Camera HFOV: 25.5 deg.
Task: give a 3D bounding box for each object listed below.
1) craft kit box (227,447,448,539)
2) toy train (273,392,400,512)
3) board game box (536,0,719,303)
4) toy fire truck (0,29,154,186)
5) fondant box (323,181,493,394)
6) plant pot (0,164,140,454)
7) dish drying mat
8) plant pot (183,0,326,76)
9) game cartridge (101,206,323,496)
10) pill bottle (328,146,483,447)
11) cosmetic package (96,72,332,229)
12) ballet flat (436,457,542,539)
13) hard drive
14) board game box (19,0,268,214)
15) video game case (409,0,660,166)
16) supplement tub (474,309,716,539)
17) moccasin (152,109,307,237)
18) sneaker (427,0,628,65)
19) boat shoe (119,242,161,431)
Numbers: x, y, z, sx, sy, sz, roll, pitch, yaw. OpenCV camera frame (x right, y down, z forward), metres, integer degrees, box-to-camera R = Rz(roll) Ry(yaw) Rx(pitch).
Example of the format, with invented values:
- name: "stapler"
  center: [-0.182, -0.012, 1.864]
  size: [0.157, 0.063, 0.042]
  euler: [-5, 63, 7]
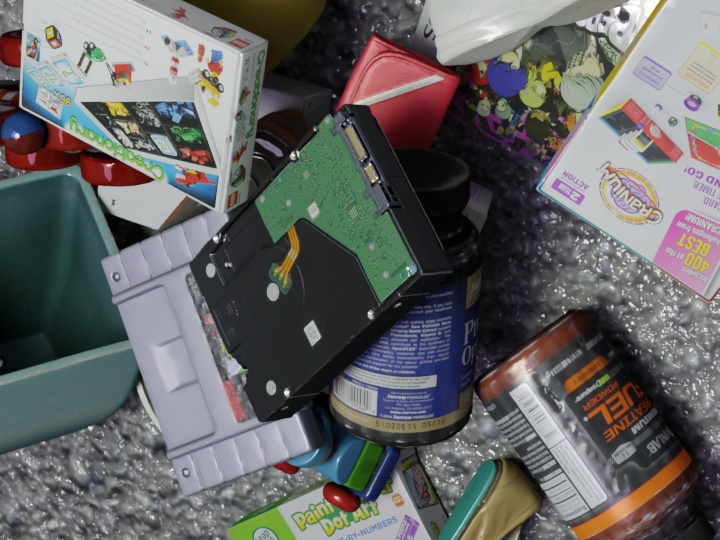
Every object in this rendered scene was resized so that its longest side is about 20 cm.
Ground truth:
- name: "craft kit box"
  center: [0.006, 0.274, 1.382]
  size: [0.199, 0.048, 0.199]
  euler: [-28, 87, 33]
- name: "toy train"
  center: [-0.072, 0.117, 1.316]
  size: [0.199, 0.116, 0.085]
  euler: [27, 88, 34]
- name: "board game box"
  center: [0.238, -0.099, 1.106]
  size: [0.153, 0.040, 0.201]
  euler: [33, 117, 0]
- name: "toy fire truck"
  center: [-0.256, -0.123, 1.280]
  size: [0.199, 0.168, 0.113]
  euler: [12, 111, 28]
- name: "fondant box"
  center: [0.000, 0.000, 1.264]
  size: [0.144, 0.058, 0.201]
  euler: [26, 114, 2]
- name: "plant pot"
  center: [-0.308, 0.061, 1.393]
  size: [0.197, 0.195, 0.201]
  euler: [62, 156, 28]
- name: "dish drying mat"
  center: [0.001, -0.073, 1.195]
  size: [0.076, 0.018, 0.201]
  euler: [24, 112, -2]
- name: "plant pot"
  center: [-0.109, -0.224, 1.230]
  size: [0.142, 0.201, 0.200]
  euler: [42, 125, -17]
- name: "game cartridge"
  center: [-0.115, 0.062, 1.234]
  size: [0.129, 0.038, 0.201]
  euler: [-23, 85, 29]
- name: "pill bottle"
  center: [0.033, 0.018, 1.165]
  size: [0.111, 0.112, 0.201]
  euler: [15, 119, 25]
- name: "cosmetic package"
  center: [-0.127, -0.100, 1.341]
  size: [0.199, 0.052, 0.152]
  euler: [19, 112, 24]
- name: "ballet flat"
  center: [0.075, 0.245, 1.281]
  size: [0.063, 0.069, 0.200]
  euler: [37, 93, -14]
- name: "hard drive"
  center: [-0.033, -0.002, 1.113]
  size: [0.200, 0.038, 0.140]
  euler: [-45, 63, 38]
- name: "board game box"
  center: [-0.159, -0.138, 1.127]
  size: [0.199, 0.035, 0.127]
  euler: [28, 127, 24]
- name: "video game case"
  center: [0.140, -0.175, 1.172]
  size: [0.199, 0.036, 0.182]
  euler: [30, 119, 19]
- name: "supplement tub"
  center: [0.182, 0.136, 1.200]
  size: [0.107, 0.107, 0.201]
  euler: [-39, 84, 33]
- name: "moccasin"
  center: [-0.110, -0.051, 1.280]
  size: [0.073, 0.078, 0.202]
  euler: [34, 117, -1]
- name: "sneaker"
  center: [0.126, -0.214, 1.109]
  size: [0.199, 0.075, 0.089]
  euler: [-17, 84, 34]
- name: "boat shoe"
  center: [-0.161, 0.068, 1.399]
  size: [0.062, 0.073, 0.201]
  euler: [-23, 88, 37]
